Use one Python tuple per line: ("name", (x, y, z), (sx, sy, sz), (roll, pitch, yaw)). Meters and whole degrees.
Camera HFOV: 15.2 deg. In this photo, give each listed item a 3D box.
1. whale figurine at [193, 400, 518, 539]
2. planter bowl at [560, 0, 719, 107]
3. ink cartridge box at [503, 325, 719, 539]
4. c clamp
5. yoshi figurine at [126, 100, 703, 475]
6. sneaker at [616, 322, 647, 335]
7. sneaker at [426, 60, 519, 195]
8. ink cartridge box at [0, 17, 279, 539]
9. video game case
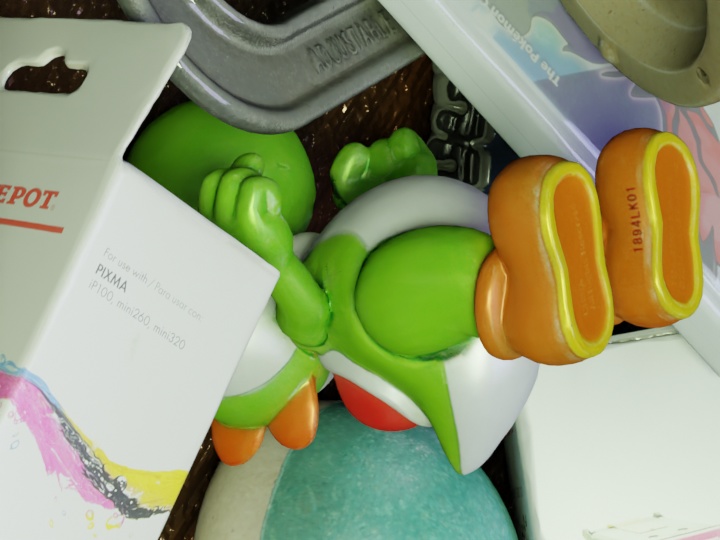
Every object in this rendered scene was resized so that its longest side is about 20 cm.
("whale figurine", (0.020, 0.115, 0.919), (0.200, 0.103, 0.160), (23, 72, -63))
("planter bowl", (0.121, -0.130, 0.783), (0.134, 0.200, 0.201), (-30, 126, -15))
("ink cartridge box", (0.101, 0.122, 0.927), (0.145, 0.084, 0.202), (79, 4, -84))
("c clamp", (-0.042, -0.123, 0.788), (0.200, 0.027, 0.172), (-24, 83, -57))
("yoshi figurine", (-0.005, -0.014, 0.792), (0.113, 0.199, 0.112), (49, 48, -34))
("sneaker", (0.171, 0.047, 1.032), (0.199, 0.129, 0.079), (-51, 160, 3))
("sneaker", (0.056, -0.094, 0.946), (0.089, 0.078, 0.202), (-21, 112, -73))
("ink cartridge box", (-0.099, 0.032, 0.731), (0.067, 0.116, 0.201), (36, 73, -38))
("video game case", (0.094, -0.096, 0.870), (0.200, 0.023, 0.183), (46, 50, -18))
